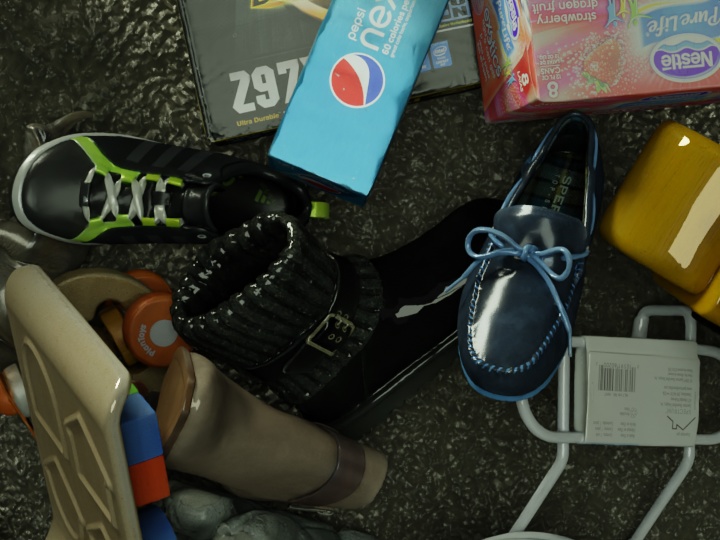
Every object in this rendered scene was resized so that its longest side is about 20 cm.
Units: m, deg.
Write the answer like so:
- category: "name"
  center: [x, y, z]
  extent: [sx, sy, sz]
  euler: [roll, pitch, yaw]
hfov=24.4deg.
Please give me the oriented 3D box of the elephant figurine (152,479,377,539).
- category: "elephant figurine"
  center: [-0.097, 0.243, 1.051]
  extent: [0.155, 0.142, 0.201]
  euler: [14, 83, 15]

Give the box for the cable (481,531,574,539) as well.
- category: "cable"
  center: [0.087, 0.257, 1.038]
  extent: [0.199, 0.069, 0.200]
  euler: [-13, 123, -4]

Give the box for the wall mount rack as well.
- category: "wall mount rack"
  center: [0.152, 0.105, 1.053]
  extent: [0.200, 0.074, 0.174]
  euler: [6, 85, -36]

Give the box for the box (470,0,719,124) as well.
- category: "box"
  center: [0.180, -0.152, 1.043]
  extent: [0.199, 0.103, 0.095]
  euler: [-7, 89, -16]

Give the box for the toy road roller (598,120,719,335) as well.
- category: "toy road roller"
  center: [0.230, -0.012, 0.981]
  extent: [0.146, 0.200, 0.123]
  euler: [27, 98, -15]

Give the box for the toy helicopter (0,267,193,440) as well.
- category: "toy helicopter"
  center: [-0.177, 0.097, 1.073]
  extent: [0.132, 0.079, 0.201]
  euler: [-4, 105, -20]

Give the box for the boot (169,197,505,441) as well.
- category: "boot"
  center: [0.001, 0.002, 1.039]
  extent: [0.211, 0.079, 0.158]
  euler: [-46, 124, 0]

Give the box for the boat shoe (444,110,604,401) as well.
- category: "boat shoe"
  center: [0.097, -0.016, 0.989]
  extent: [0.084, 0.069, 0.200]
  euler: [9, 50, 7]

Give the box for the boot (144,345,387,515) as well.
- category: "boot"
  center: [-0.054, 0.102, 0.992]
  extent: [0.146, 0.200, 0.070]
  euler: [19, 79, -11]

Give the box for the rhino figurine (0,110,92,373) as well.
- category: "rhino figurine"
  center: [-0.222, -0.014, 1.082]
  extent: [0.087, 0.060, 0.200]
  euler: [27, 89, -28]

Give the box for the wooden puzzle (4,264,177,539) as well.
- category: "wooden puzzle"
  center: [-0.149, 0.114, 0.962]
  extent: [0.046, 0.185, 0.201]
  euler: [-14, 117, -24]

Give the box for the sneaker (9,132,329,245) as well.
- category: "sneaker"
  center: [-0.118, -0.051, 1.049]
  extent: [0.199, 0.083, 0.072]
  euler: [1, 90, -20]

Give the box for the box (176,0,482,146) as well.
- category: "box"
  center: [-0.020, -0.180, 1.094]
  extent: [0.199, 0.049, 0.160]
  euler: [-12, 91, 0]

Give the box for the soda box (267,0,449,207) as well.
- category: "soda box"
  center: [0.010, -0.146, 1.033]
  extent: [0.068, 0.064, 0.200]
  euler: [22, 85, 0]
